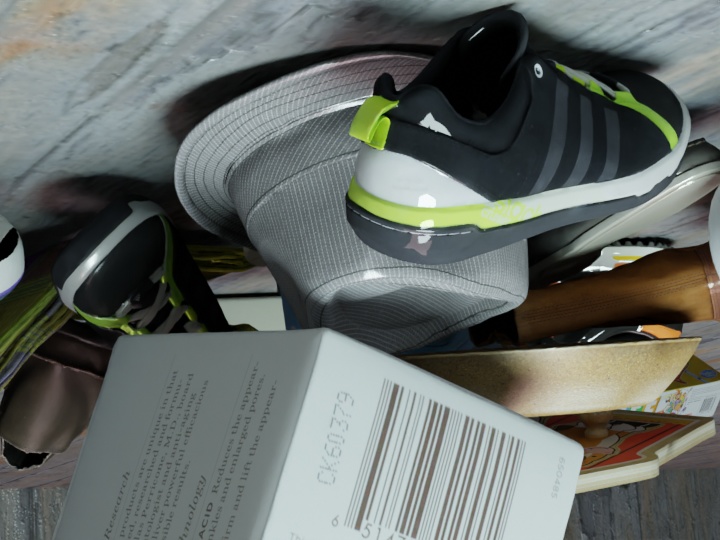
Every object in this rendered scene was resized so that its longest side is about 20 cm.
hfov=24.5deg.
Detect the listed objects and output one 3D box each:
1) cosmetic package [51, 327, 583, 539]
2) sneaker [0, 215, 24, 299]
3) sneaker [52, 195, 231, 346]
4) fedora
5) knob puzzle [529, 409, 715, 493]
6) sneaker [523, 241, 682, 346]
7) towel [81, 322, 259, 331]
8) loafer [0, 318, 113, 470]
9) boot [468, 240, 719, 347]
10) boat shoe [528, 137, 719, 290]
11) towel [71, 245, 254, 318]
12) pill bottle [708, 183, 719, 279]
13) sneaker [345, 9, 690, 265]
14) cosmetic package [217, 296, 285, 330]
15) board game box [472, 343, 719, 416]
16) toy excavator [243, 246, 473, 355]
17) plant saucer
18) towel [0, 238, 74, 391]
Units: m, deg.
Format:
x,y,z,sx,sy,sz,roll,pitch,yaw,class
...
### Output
x,y,z,sx,sy,sz,roll,pitch,yaw,class
-0.032,0.132,0.800,0.164,0.166,0.199,25,163,-30,cosmetic package
-0.253,0.043,0.891,0.198,0.147,0.081,-1,-147,18,sneaker
-0.101,0.027,0.917,0.072,0.083,0.200,-47,158,-8,sneaker
0.013,-0.015,0.774,0.176,0.091,0.200,-19,159,18,fedora
0.084,0.096,0.970,0.217,0.031,0.220,-4,-172,1,knob puzzle
0.123,0.033,1.135,0.198,0.091,0.070,-5,169,2,sneaker
-0.132,0.056,1.092,0.199,0.018,0.086,-1,157,32,towel
-0.197,0.085,1.075,0.072,0.072,0.200,20,154,-6,loafer
0.161,0.022,0.952,0.198,0.069,0.188,-16,180,-6,boot
0.121,-0.039,0.882,0.066,0.057,0.200,-17,171,-25,boat shoe
-0.151,0.012,1.086,0.085,0.018,0.199,4,167,-32,towel
0.247,-0.038,0.718,0.113,0.115,0.200,2,161,-26,pill bottle
0.073,-0.065,0.676,0.071,0.084,0.199,23,-148,36,sneaker
-0.082,0.070,1.258,0.198,0.088,0.103,-2,170,-10,cosmetic package
0.154,0.069,1.205,0.199,0.034,0.134,-6,-147,-43,board game box
0.000,0.000,0.979,0.193,0.101,0.200,2,153,-24,toy excavator
0.087,0.059,0.905,0.198,0.036,0.200,-4,177,0,plant saucer
-0.227,0.040,0.991,0.023,0.144,0.199,49,147,-18,towel
